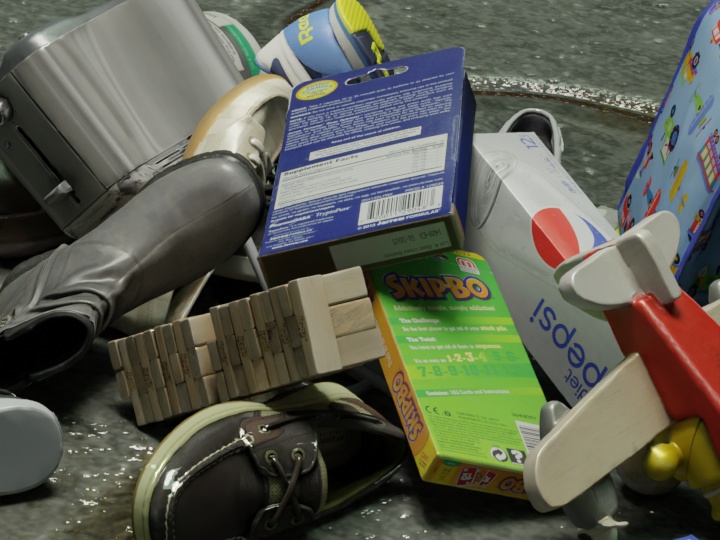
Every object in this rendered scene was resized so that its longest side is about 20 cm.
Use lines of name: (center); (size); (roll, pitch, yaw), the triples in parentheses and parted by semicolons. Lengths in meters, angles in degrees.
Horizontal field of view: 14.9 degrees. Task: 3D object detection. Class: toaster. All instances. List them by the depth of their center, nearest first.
toaster: (-0.154, -0.109, 1.813); (0.113, 0.130, 0.200); (-35, -1, 44)

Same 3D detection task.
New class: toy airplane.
toy airplane: (0.175, 0.071, 1.546); (0.199, 0.141, 0.200); (13, 52, -18)

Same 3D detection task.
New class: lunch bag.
lunch bag: (0.221, -0.063, 1.703); (0.093, 0.201, 0.151); (3, 41, -4)

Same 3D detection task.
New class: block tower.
block tower: (-0.064, 0.044, 1.556); (0.058, 0.054, 0.200); (-13, -3, -36)

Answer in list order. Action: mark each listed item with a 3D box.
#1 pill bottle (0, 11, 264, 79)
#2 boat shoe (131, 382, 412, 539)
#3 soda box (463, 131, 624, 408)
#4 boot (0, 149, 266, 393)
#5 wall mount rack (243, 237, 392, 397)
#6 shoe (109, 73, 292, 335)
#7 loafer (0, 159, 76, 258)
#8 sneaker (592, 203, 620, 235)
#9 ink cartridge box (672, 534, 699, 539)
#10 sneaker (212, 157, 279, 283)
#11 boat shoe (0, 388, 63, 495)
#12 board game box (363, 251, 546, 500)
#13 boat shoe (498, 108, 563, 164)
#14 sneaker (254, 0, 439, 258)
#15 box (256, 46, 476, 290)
pill bottle: (-0.168, -0.115, 1.954); (0.113, 0.114, 0.199); (24, 28, 38)
boat shoe: (-0.044, 0.107, 1.495); (0.064, 0.074, 0.200); (14, 23, 33)
soda box: (0.123, 0.004, 1.688); (0.063, 0.068, 0.200); (-4, 46, -41)
boot: (-0.147, 0.012, 1.632); (0.199, 0.070, 0.132); (-33, 12, 19)
wall mount rack: (0.000, 0.000, 1.728); (0.173, 0.075, 0.200); (34, 32, 20)
shoe: (-0.093, -0.037, 1.749); (0.053, 0.070, 0.201); (23, 70, 33)
loafer: (-0.268, -0.064, 1.862); (0.199, 0.071, 0.073); (22, 28, 35)
sneaker: (0.202, -0.008, 1.852); (0.199, 0.076, 0.076); (-15, 44, -28)
ink cartridge box: (0.115, 0.189, 1.368); (0.199, 0.045, 0.094); (-10, 28, -33)
sneaker: (-0.059, -0.052, 1.866); (0.076, 0.082, 0.200); (9, 22, 11)
boat shoe: (-0.261, 0.096, 1.494); (0.199, 0.069, 0.057); (0, 14, -28)
board game box: (0.055, 0.053, 1.605); (0.095, 0.030, 0.201); (12, 38, -27)
boat shoe: (0.112, -0.062, 1.945); (0.071, 0.069, 0.200); (11, 23, 13)
sneaker: (-0.004, -0.081, 1.834); (0.082, 0.201, 0.074); (-20, 14, 11)
box: (0.008, -0.065, 1.675); (0.120, 0.033, 0.201); (-12, 33, 14)
